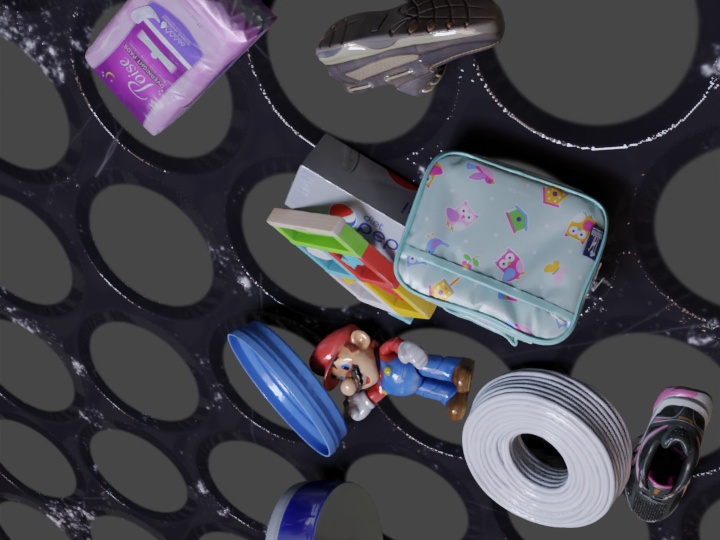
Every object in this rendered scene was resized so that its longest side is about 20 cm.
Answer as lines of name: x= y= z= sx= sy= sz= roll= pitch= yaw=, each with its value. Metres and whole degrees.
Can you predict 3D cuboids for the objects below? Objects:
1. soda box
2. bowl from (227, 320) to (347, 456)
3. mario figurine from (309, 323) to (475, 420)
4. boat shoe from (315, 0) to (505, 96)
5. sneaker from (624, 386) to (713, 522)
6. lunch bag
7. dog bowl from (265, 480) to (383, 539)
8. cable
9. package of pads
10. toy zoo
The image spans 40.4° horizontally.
soda box: x=0.024 y=-0.061 z=1.054 sx=0.199 sy=0.068 sz=0.064 roll=31 pitch=136 yaw=3
bowl: x=-0.091 y=0.147 z=1.241 sx=0.201 sy=0.039 sz=0.201 roll=45 pitch=162 yaw=19
mario figurine: x=0.032 y=0.135 z=1.178 sx=0.198 sy=0.106 sz=0.125 roll=11 pitch=96 yaw=10
boat shoe: x=0.052 y=-0.210 z=0.927 sx=0.199 sy=0.075 sz=0.074 roll=2 pitch=137 yaw=38
sneaker: x=0.336 y=0.224 z=1.105 sx=0.080 sy=0.087 sz=0.201 roll=15 pitch=132 yaw=19
lunch bag: x=0.140 y=-0.017 z=0.963 sx=0.198 sy=0.162 sz=0.077 roll=21 pitch=175 yaw=8
dog bowl: x=-0.047 y=0.396 z=1.369 sx=0.078 sy=0.201 sz=0.201 roll=-8 pitch=122 yaw=29
cable: x=0.216 y=0.208 z=1.149 sx=0.199 sy=0.069 sz=0.201 roll=27 pitch=132 yaw=21
package of pads: x=-0.191 y=-0.244 z=1.017 sx=0.121 sy=0.076 sz=0.199 roll=49 pitch=132 yaw=-11
toy zoo: x=0.000 y=0.000 z=1.084 sx=0.200 sy=0.021 sz=0.131 roll=41 pitch=163 yaw=-33
